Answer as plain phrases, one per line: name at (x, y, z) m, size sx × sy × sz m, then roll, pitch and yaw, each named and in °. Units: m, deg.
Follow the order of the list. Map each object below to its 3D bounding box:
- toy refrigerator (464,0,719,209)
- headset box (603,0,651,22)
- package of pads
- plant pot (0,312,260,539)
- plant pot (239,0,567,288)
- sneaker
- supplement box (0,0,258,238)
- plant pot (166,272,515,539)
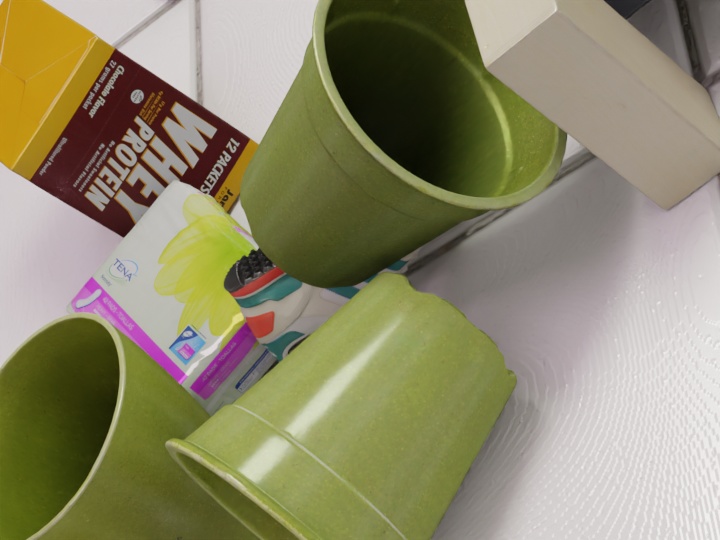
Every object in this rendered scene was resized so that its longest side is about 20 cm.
toy refrigerator at (0.159, -0.126, 1.407) m, size 0.070 × 0.200 × 0.076 m, roll -38°, pitch 41°, yaw 24°
headset box at (0.185, -0.246, 1.482) m, size 0.174 × 0.093 × 0.200 m, roll -37°, pitch 9°, yaw 23°
package of pads at (-0.139, 0.026, 1.719) m, size 0.155 × 0.068 × 0.200 m, roll -50°, pitch 42°, yaw -1°
plant pot at (-0.166, 0.158, 1.565) m, size 0.187 × 0.200 × 0.188 m, roll -29°, pitch 45°, yaw 33°
plant pot at (0.011, -0.082, 1.468) m, size 0.190 × 0.199 × 0.201 m, roll -45°, pitch 34°, yaw 46°
sneaker at (0.000, 0.000, 1.613) m, size 0.199 × 0.094 × 0.070 m, roll -26°, pitch 20°, yaw -3°
supplement box at (-0.229, -0.125, 1.845) m, size 0.133 × 0.200 × 0.197 m, roll -57°, pitch 36°, yaw 1°
plant pot at (0.003, 0.109, 1.431) m, size 0.190 × 0.200 × 0.200 m, roll -51°, pitch 35°, yaw -12°
